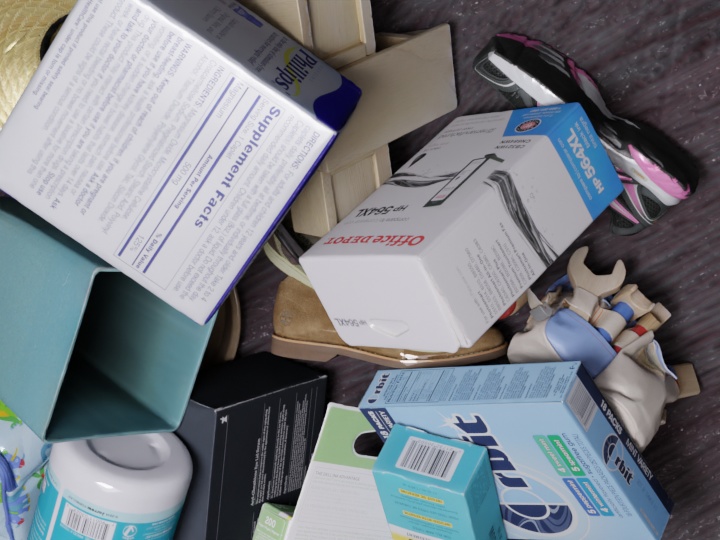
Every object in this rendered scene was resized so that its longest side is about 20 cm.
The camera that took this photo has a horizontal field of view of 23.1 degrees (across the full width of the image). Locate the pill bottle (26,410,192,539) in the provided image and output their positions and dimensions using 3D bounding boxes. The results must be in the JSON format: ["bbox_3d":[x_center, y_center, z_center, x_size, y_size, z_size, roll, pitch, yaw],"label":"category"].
[{"bbox_3d":[-0.208,0.218,1.393,0.111,0.111,0.200,21,115,4],"label":"pill bottle"}]

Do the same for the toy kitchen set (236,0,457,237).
[{"bbox_3d":[-0.045,-0.157,1.403,0.180,0.163,0.200,12,119,40],"label":"toy kitchen set"}]

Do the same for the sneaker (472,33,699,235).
[{"bbox_3d":[0.162,-0.099,1.385,0.200,0.080,0.086,40,119,3],"label":"sneaker"}]

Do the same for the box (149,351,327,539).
[{"bbox_3d":[-0.108,0.183,1.467,0.079,0.141,0.200,18,109,33],"label":"box"}]

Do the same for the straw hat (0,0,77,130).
[{"bbox_3d":[-0.193,-0.160,1.353,0.201,0.085,0.201,4,113,10],"label":"straw hat"}]

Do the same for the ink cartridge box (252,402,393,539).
[{"bbox_3d":[-0.015,0.209,1.473,0.048,0.145,0.200,18,93,49],"label":"ink cartridge box"}]

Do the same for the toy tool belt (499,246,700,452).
[{"bbox_3d":[0.183,0.050,1.415,0.200,0.123,0.125,51,146,-2],"label":"toy tool belt"}]

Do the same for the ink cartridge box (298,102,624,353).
[{"bbox_3d":[0.075,-0.033,1.317,0.146,0.200,0.084,-1,125,51],"label":"ink cartridge box"}]

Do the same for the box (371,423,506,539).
[{"bbox_3d":[0.070,0.210,1.434,0.082,0.049,0.200,12,143,24],"label":"box"}]

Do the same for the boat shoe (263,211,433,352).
[{"bbox_3d":[0.000,0.000,1.410,0.200,0.065,0.073,26,70,21],"label":"boat shoe"}]

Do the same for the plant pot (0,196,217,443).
[{"bbox_3d":[-0.234,0.020,1.372,0.200,0.141,0.142,31,109,35],"label":"plant pot"}]

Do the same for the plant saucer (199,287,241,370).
[{"bbox_3d":[-0.197,0.033,1.507,0.200,0.029,0.200,3,105,10],"label":"plant saucer"}]

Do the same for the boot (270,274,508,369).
[{"bbox_3d":[0.024,0.039,1.452,0.200,0.074,0.076,5,96,11],"label":"boot"}]

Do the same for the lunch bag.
[{"bbox_3d":[-0.319,0.159,1.442,0.161,0.082,0.200,30,143,20],"label":"lunch bag"}]

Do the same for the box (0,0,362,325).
[{"bbox_3d":[-0.134,-0.099,1.261,0.200,0.105,0.184,35,114,-3],"label":"box"}]

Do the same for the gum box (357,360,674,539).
[{"bbox_3d":[0.122,0.147,1.399,0.200,0.045,0.170,-4,133,41],"label":"gum box"}]
